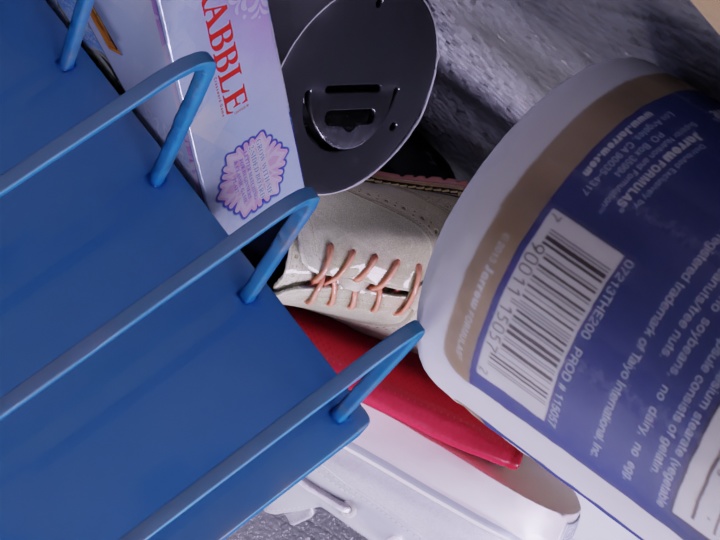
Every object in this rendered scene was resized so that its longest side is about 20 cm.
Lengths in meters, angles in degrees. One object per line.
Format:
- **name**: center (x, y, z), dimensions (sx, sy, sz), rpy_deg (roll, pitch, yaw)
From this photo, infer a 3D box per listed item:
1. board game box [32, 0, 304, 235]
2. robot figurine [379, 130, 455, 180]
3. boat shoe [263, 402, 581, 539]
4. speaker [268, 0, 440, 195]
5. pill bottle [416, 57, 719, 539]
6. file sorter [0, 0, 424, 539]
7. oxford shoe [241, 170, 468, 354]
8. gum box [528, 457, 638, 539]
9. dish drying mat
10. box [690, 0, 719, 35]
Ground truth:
- **board game box**: center (-0.108, -0.128, 0.707), dimensions (0.200, 0.041, 0.200), rpy_deg (34, 148, 37)
- **robot figurine**: center (-0.038, -0.037, 0.934), dimensions (0.200, 0.150, 0.125), rpy_deg (42, -145, -28)
- **boat shoe**: center (-0.014, 0.069, 0.865), dimensions (0.199, 0.069, 0.072), rpy_deg (27, -165, -1)
- **speaker**: center (-0.065, -0.103, 0.802), dimensions (0.200, 0.081, 0.081), rpy_deg (35, 172, 37)
- **pill bottle**: center (0.121, 0.037, 0.585), dimensions (0.200, 0.111, 0.111), rpy_deg (36, 173, 26)
- **file sorter**: center (-0.098, -0.008, 0.616), dimensions (0.200, 0.139, 0.123), rpy_deg (52, 158, 5)
- **oxford shoe**: center (0.000, 0.000, 0.808), dimensions (0.199, 0.071, 0.074), rpy_deg (22, -152, 8)
- **gum box**: center (0.150, 0.120, 0.938), dimensions (0.200, 0.066, 0.114), rpy_deg (39, -145, -5)
- **dish drying mat**: center (-0.030, 0.018, 0.837), dimensions (0.199, 0.018, 0.077), rpy_deg (27, -164, -7)
- **box**: center (0.097, -0.064, 0.418), dimensions (0.200, 0.021, 0.163), rpy_deg (42, 173, -31)
